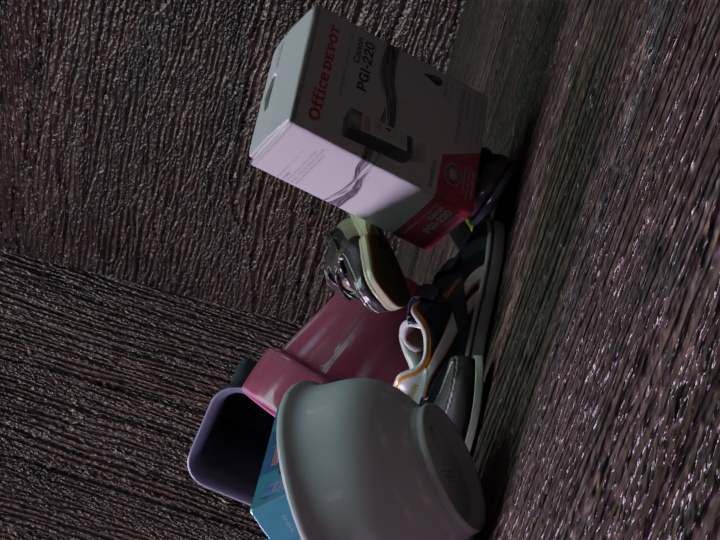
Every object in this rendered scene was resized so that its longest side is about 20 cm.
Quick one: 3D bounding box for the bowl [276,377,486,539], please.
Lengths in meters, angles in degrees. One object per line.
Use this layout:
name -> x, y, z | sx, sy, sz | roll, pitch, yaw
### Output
bowl -> 0.029, 0.156, 1.012 | 0.202, 0.090, 0.202 | 55, -161, -30

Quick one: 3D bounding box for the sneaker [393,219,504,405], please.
sneaker -> 0.081, 0.033, 1.302 | 0.079, 0.079, 0.202 | 104, -179, -59

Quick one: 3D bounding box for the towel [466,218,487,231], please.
towel -> 0.128, -0.060, 1.631 | 0.200, 0.018, 0.087 | -80, 4, -81

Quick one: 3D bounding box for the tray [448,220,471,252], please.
tray -> 0.074, -0.082, 1.443 | 0.022, 0.201, 0.107 | -31, 6, 6

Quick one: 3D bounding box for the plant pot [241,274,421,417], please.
plant pot -> 0.011, 0.100, 1.405 | 0.180, 0.199, 0.200 | -56, -2, -8

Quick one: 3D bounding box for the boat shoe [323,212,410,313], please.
boat shoe -> 0.000, 0.000, 1.322 | 0.064, 0.074, 0.200 | -33, 16, 8

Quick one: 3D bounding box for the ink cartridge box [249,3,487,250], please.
ink cartridge box -> 0.010, -0.131, 1.315 | 0.085, 0.199, 0.147 | -40, 32, 50

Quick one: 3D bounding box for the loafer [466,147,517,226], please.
loafer -> 0.108, -0.088, 1.403 | 0.072, 0.063, 0.200 | -56, 0, 1

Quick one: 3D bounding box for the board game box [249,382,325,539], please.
board game box -> -0.003, 0.208, 1.079 | 0.201, 0.047, 0.151 | 59, -164, -19

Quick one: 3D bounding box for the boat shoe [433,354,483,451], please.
boat shoe -> 0.059, 0.162, 1.225 | 0.072, 0.060, 0.203 | -79, 3, -70

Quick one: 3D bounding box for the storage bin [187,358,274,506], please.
storage bin -> -0.076, 0.173, 1.570 | 0.135, 0.198, 0.147 | -91, 24, -70
